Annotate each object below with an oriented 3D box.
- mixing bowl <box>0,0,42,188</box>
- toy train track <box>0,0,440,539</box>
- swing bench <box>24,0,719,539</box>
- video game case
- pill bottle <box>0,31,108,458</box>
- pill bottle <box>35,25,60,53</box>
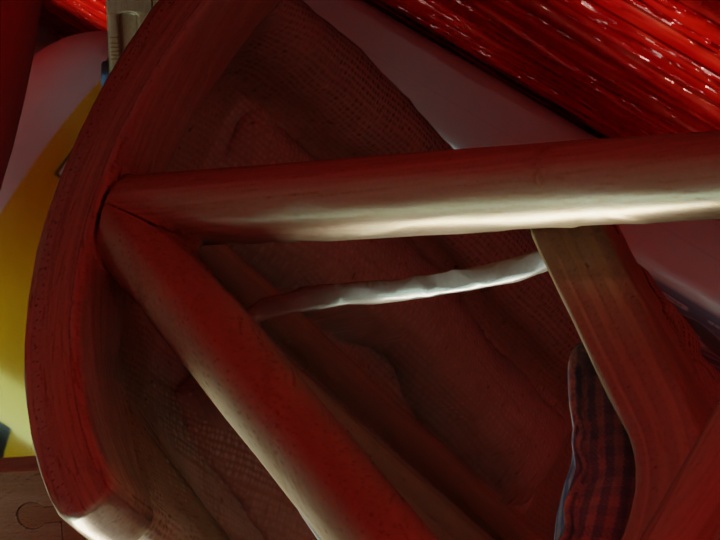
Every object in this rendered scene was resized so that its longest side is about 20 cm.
[{"bbox_3d":[-0.135,-0.087,0.566,0.199,0.109,0.200,32,174,4],"label":"mixing bowl"},{"bbox_3d":[-0.041,0.007,0.633,0.114,0.201,0.033,-3,-156,-4],"label":"toy train track"},{"bbox_3d":[0.055,0.055,0.541,0.199,0.130,0.199,20,163,45],"label":"swing bench"},{"bbox_3d":[0.031,-0.019,0.712,0.199,0.023,0.182,31,174,7],"label":"video game case"},{"bbox_3d":[-0.049,0.012,0.722,0.199,0.113,0.112,31,174,6],"label":"pill bottle"},{"bbox_3d":[-0.082,0.016,0.962,0.200,0.112,0.112,53,-178,19],"label":"pill bottle"}]
